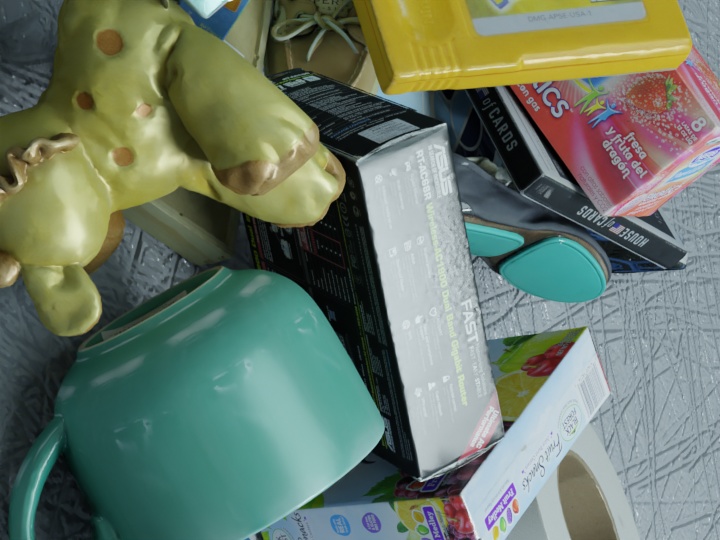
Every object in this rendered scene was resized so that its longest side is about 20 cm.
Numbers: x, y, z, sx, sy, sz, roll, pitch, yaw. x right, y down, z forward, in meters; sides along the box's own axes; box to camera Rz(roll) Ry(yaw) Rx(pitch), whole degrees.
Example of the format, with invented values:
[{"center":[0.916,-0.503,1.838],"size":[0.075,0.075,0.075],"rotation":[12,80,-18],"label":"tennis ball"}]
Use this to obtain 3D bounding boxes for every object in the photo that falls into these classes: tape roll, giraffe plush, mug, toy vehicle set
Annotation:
[{"center":[0.140,0.176,1.552],"size":[0.203,0.037,0.203],"rotation":[53,25,-38],"label":"tape roll"},{"center":[-0.128,-0.055,1.152],"size":[0.162,0.173,0.200],"rotation":[-48,143,-3],"label":"giraffe plush"},{"center":[-0.088,0.074,1.177],"size":[0.185,0.152,0.114],"rotation":[-38,102,-51],"label":"mug"},{"center":[-0.105,-0.118,1.320],"size":[0.124,0.026,0.200],"rotation":[37,51,-46],"label":"toy vehicle set"}]

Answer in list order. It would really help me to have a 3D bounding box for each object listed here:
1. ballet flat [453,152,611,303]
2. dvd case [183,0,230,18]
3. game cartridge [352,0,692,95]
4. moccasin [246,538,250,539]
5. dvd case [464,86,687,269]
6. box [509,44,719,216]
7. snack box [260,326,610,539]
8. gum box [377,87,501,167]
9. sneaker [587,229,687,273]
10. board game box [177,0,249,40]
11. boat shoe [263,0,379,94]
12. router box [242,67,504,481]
[{"center":[0.097,-0.033,1.489],"size":[0.200,0.073,0.073],"rotation":[20,64,-49],"label":"ballet flat"},{"center":[-0.152,-0.210,1.157],"size":[0.022,0.200,0.146],"rotation":[-44,130,0],"label":"dvd case"},{"center":[0.084,-0.194,1.394],"size":[0.200,0.032,0.176],"rotation":[-7,67,-24],"label":"game cartridge"},{"center":[-0.094,0.174,1.208],"size":[0.200,0.068,0.081],"rotation":[21,47,-78],"label":"moccasin"},{"center":[0.132,-0.086,1.534],"size":[0.200,0.025,0.150],"rotation":[22,35,-53],"label":"dvd case"},{"center":[0.150,-0.140,1.487],"size":[0.200,0.095,0.103],"rotation":[56,20,13],"label":"box"},{"center":[0.046,0.106,1.378],"size":[0.200,0.142,0.053],"rotation":[-45,119,-52],"label":"snack box"},{"center":[0.036,-0.119,1.517],"size":[0.170,0.045,0.200],"rotation":[56,41,-32],"label":"gum box"},{"center":[0.181,-0.048,1.686],"size":[0.200,0.076,0.077],"rotation":[28,62,-51],"label":"sneaker"},{"center":[-0.029,-0.227,1.261],"size":[0.037,0.200,0.151],"rotation":[32,54,-6],"label":"board game box"},{"center":[-0.019,-0.169,1.405],"size":[0.063,0.073,0.200],"rotation":[98,-4,-51],"label":"boat shoe"},{"center":[0.000,0.000,1.292],"size":[0.062,0.150,0.200],"rotation":[-24,118,-26],"label":"router box"}]
